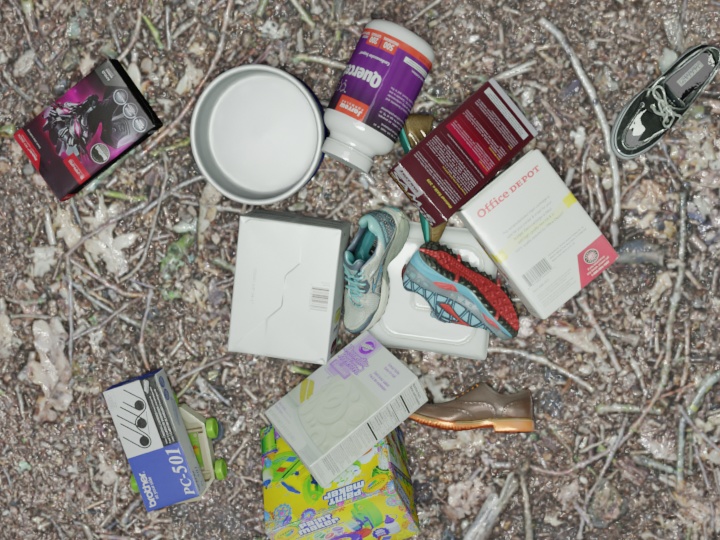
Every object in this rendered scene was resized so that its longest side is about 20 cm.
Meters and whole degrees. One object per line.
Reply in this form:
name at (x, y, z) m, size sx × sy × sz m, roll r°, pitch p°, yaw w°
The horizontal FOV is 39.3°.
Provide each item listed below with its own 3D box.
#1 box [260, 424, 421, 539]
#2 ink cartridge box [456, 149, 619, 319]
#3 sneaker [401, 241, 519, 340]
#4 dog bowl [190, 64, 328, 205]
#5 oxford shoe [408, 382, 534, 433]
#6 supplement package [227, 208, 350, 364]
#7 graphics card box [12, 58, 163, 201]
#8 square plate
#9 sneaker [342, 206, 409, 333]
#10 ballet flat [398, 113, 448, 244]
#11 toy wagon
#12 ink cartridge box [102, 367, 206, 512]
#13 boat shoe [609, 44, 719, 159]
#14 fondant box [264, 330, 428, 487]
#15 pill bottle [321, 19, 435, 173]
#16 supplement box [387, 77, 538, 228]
box at (-0.034, 0.309, 1.492) m, size 0.197 × 0.194 × 0.123 m, roll -20°, pitch 130°, yaw 9°
ink cartridge box at (0.253, -0.055, 1.465) m, size 0.145 × 0.083 × 0.201 m, roll -38°, pitch 94°, yaw 0°
sneaker at (0.146, 0.041, 1.490) m, size 0.199 × 0.080 × 0.096 m, roll 38°, pitch 130°, yaw -9°
dog bowl at (-0.148, -0.202, 1.496) m, size 0.197 × 0.079 × 0.204 m, roll 1°, pitch 99°, yaw 6°
oxford shoe at (0.167, 0.209, 1.543) m, size 0.197 × 0.071 × 0.074 m, roll 2°, pitch 80°, yaw 1°
supplement package at (-0.105, 0.021, 1.510) m, size 0.153 × 0.111 × 0.203 m, roll 8°, pitch 101°, yaw 5°
graphics card box at (-0.416, -0.213, 1.537) m, size 0.199 × 0.051 × 0.126 m, roll -34°, pitch 94°, yaw 9°
square plate at (0.106, 0.030, 1.532) m, size 0.197 × 0.028 × 0.201 m, roll 7°, pitch 100°, yaw 4°
sneaker at (0.000, 0.000, 1.493) m, size 0.077 × 0.086 × 0.203 m, roll 27°, pitch 110°, yaw 33°
ballet flat at (0.109, -0.137, 1.486) m, size 0.071 × 0.068 × 0.203 m, roll -13°, pitch 86°, yaw -5°
toy wagon at (-0.300, 0.272, 1.607) m, size 0.153 × 0.040 × 0.203 m, roll -9°, pitch 97°, yaw 7°
ink cartridge box at (-0.318, 0.264, 1.565) m, size 0.093 × 0.044 × 0.203 m, roll -18°, pitch 96°, yaw 10°
boat shoe at (0.437, -0.239, 1.434) m, size 0.199 × 0.068 × 0.074 m, roll -42°, pitch 93°, yaw 11°
fondant box at (-0.022, 0.197, 1.464) m, size 0.199 × 0.144 × 0.059 m, roll -37°, pitch 131°, yaw -13°
pill bottle at (0.020, -0.246, 1.440) m, size 0.111 × 0.112 × 0.202 m, roll 26°, pitch 90°, yaw 1°
supplement box at (0.146, -0.168, 1.439) m, size 0.200 × 0.061 × 0.109 m, roll -42°, pitch 93°, yaw -18°
